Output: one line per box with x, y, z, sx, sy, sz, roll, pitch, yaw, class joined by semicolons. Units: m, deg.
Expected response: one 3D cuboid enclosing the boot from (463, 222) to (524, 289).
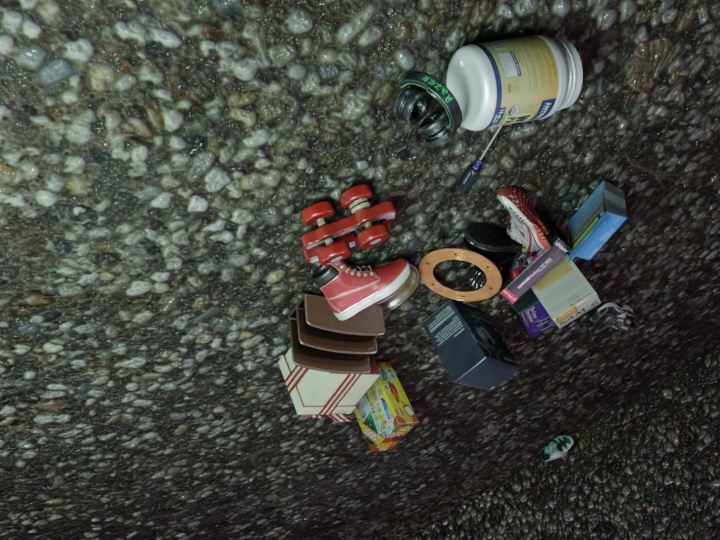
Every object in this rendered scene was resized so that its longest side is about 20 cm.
0.292;-0.027;1.660;0.211;0.080;0.158;8;133;-40;boot

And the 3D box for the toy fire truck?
-0.026;-0.079;1.381;0.200;0.112;0.168;-23;169;-4;toy fire truck

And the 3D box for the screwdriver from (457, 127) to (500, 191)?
0.254;-0.236;1.401;0.028;0.029;0.200;-2;144;-31;screwdriver

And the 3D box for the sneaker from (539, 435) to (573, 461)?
0.937;0.813;3.185;0.140;0.078;0.200;2;146;-37;sneaker

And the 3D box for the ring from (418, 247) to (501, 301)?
0.237;0.008;1.639;0.200;0.019;0.201;12;146;8;ring

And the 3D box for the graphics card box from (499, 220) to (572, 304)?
0.423;-0.021;1.703;0.051;0.126;0.200;40;111;-13;graphics card box

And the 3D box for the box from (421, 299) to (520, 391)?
0.299;0.204;1.859;0.117;0.200;0.196;-43;143;22;box

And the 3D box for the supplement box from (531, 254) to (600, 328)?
0.503;0.030;1.765;0.126;0.200;0.074;-34;145;11;supplement box

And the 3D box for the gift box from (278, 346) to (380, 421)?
-0.071;0.258;1.703;0.200;0.185;0.187;13;128;-35;gift box

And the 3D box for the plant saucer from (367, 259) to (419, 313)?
0.042;0.039;1.625;0.200;0.032;0.200;-17;145;-13;plant saucer

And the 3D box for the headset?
0.104;-0.260;1.199;0.094;0.123;0.200;-47;174;-14;headset

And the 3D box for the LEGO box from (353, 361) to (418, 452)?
0.058;0.381;1.931;0.077;0.200;0.149;5;134;-38;LEGO box

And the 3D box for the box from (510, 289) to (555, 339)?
0.512;0.100;1.973;0.141;0.079;0.200;-34;145;6;box

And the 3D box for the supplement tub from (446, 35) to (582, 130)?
0.266;-0.328;1.195;0.199;0.145;0.145;-14;143;-18;supplement tub

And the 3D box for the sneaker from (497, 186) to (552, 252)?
0.364;-0.109;1.576;0.082;0.078;0.200;-21;126;31;sneaker

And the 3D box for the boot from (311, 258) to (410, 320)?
0.000;0.000;1.493;0.200;0.072;0.144;-32;113;-1;boot

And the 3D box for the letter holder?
-0.051;0.150;1.567;0.199;0.142;0.101;10;142;-26;letter holder

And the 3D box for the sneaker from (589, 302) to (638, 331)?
0.843;0.159;2.254;0.199;0.086;0.080;-1;137;-31;sneaker

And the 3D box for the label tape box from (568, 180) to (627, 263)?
0.563;-0.104;1.640;0.063;0.200;0.144;28;128;-4;label tape box
